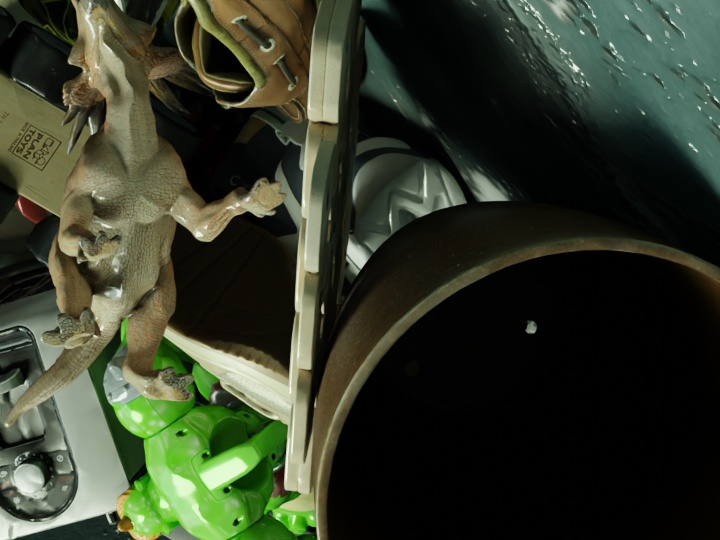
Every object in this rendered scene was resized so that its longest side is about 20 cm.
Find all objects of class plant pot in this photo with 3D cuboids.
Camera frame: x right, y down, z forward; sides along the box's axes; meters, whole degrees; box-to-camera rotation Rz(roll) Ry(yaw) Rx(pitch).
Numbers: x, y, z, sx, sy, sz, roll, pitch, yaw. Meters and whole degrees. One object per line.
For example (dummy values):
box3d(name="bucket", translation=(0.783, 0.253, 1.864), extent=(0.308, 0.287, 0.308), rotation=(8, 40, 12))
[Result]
box3d(name="plant pot", translation=(0.059, 0.047, 0.943), extent=(0.187, 0.187, 0.200), rotation=(51, -176, -21))

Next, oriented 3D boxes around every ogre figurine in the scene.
box3d(name="ogre figurine", translation=(-0.064, 0.085, 1.184), extent=(0.120, 0.098, 0.201), rotation=(-39, -63, -66))

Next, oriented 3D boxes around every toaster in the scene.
box3d(name="toaster", translation=(-0.187, 0.069, 1.289), extent=(0.200, 0.180, 0.119), rotation=(-51, -56, -71))

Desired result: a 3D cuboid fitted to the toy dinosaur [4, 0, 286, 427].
box3d(name="toy dinosaur", translation=(-0.109, -0.026, 1.089), extent=(0.086, 0.201, 0.136), rotation=(8, -150, -27))

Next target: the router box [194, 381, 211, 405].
box3d(name="router box", translation=(0.019, 0.094, 1.310), extent=(0.199, 0.062, 0.150), rotation=(27, 176, 14))

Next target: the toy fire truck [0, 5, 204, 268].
box3d(name="toy fire truck", translation=(-0.197, -0.081, 1.232), extent=(0.176, 0.129, 0.200), rotation=(30, -171, -28))

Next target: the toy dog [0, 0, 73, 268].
box3d(name="toy dog", translation=(-0.191, -0.105, 1.382), extent=(0.140, 0.193, 0.201), rotation=(128, 130, -76))

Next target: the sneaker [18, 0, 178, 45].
box3d(name="sneaker", translation=(-0.135, -0.141, 1.187), extent=(0.084, 0.075, 0.200), rotation=(26, 170, -3))

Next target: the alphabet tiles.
box3d(name="alphabet tiles", translation=(-0.016, -0.017, 0.966), extent=(0.196, 0.015, 0.201), rotation=(-79, -6, -65))

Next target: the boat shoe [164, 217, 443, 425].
box3d(name="boat shoe", translation=(-0.037, 0.037, 1.124), extent=(0.200, 0.072, 0.065), rotation=(29, 149, 33))

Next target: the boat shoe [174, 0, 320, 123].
box3d(name="boat shoe", translation=(-0.049, -0.106, 1.041), extent=(0.072, 0.068, 0.200), rotation=(43, 170, 18))

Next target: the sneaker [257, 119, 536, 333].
box3d(name="sneaker", translation=(0.011, 0.002, 1.175), extent=(0.130, 0.079, 0.199), rotation=(38, 166, 48))

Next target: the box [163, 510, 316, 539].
box3d(name="box", translation=(-0.001, 0.153, 1.353), extent=(0.160, 0.044, 0.200), rotation=(27, -171, 18))

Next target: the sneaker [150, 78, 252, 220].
box3d(name="sneaker", translation=(-0.070, -0.039, 1.369), extent=(0.201, 0.071, 0.098), rotation=(48, 168, -7))

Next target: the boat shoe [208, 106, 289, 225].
box3d(name="boat shoe", translation=(0.000, 0.000, 1.261), extent=(0.200, 0.062, 0.075), rotation=(45, 168, 9))
